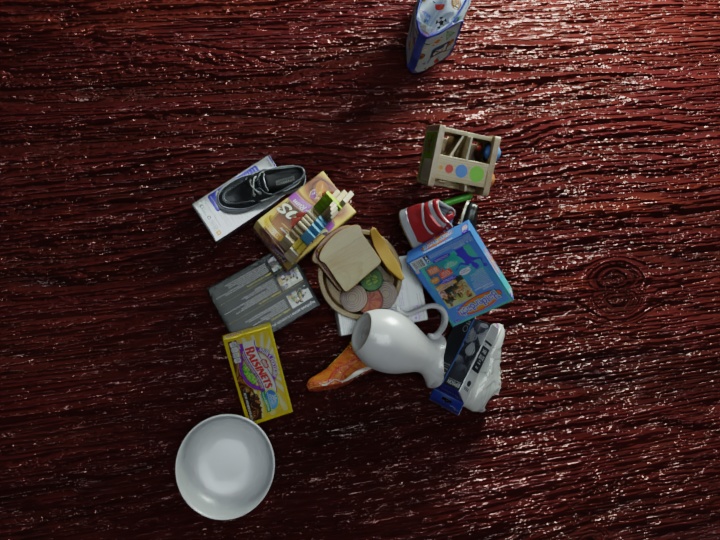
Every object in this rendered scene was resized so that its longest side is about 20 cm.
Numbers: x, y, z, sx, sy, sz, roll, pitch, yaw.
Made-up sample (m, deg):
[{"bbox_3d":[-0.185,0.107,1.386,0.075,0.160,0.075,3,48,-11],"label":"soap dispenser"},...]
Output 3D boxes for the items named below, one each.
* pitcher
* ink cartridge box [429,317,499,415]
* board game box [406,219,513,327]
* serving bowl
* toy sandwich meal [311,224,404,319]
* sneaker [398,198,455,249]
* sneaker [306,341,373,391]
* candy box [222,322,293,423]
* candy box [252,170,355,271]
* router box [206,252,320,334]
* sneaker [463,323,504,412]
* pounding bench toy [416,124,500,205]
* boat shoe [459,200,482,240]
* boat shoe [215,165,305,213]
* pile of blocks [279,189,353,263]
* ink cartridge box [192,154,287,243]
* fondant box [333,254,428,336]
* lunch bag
[{"bbox_3d":[0.090,0.132,1.195,0.197,0.121,0.175,22,73,-24],"label":"pitcher"},{"bbox_3d":[0.215,0.200,1.258,0.039,0.099,0.203,34,79,-36],"label":"ink cartridge box"},{"bbox_3d":[0.210,0.012,1.223,0.150,0.045,0.201,-26,118,23],"label":"board game box"},{"bbox_3d":[-0.271,0.391,1.180,0.195,0.066,0.206,1,86,-8],"label":"serving bowl"},{"bbox_3d":[0.000,0.000,1.199,0.200,0.070,0.211,1,85,-10],"label":"toy sandwich meal"},{"bbox_3d":[0.172,-0.060,1.248,0.111,0.072,0.202,-20,117,25],"label":"sneaker"},{"bbox_3d":[-0.030,0.201,1.244,0.197,0.073,0.078,-23,77,-18],"label":"sneaker"},{"bbox_3d":[-0.209,0.214,1.195,0.100,0.026,0.204,-16,108,-12],"label":"candy box"},{"bbox_3d":[-0.117,-0.105,1.230,0.200,0.056,0.117,-42,92,-28],"label":"candy box"},{"bbox_3d":[-0.204,0.058,1.230,0.197,0.051,0.151,-29,89,-12],"label":"router box"},{"bbox_3d":[0.277,0.217,1.292,0.099,0.075,0.203,31,80,-24],"label":"sneaker"},{"bbox_3d":[0.212,-0.203,1.281,0.152,0.124,0.205,10,101,-8],"label":"pounding bench toy"},{"bbox_3d":[0.240,-0.052,1.260,0.062,0.074,0.206,11,118,22],"label":"boat shoe"},{"bbox_3d":[-0.207,-0.175,1.211,0.196,0.068,0.073,-15,87,-9],"label":"boat shoe"},{"bbox_3d":[-0.095,-0.107,1.162,0.062,0.082,0.201,43,62,-7],"label":"pile of blocks"},{"bbox_3d":[-0.254,-0.154,1.253,0.198,0.037,0.096,-35,90,-8],"label":"ink cartridge box"},{"bbox_3d":[0.037,0.053,1.266,0.195,0.058,0.148,-9,86,-11],"label":"fondant box"},{"bbox_3d":[0.170,-0.558,1.291,0.122,0.170,0.203,27,80,0],"label":"lunch bag"}]
